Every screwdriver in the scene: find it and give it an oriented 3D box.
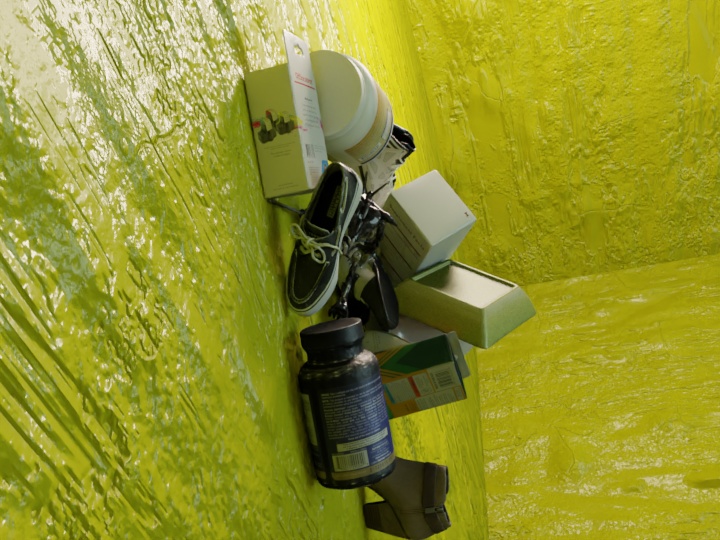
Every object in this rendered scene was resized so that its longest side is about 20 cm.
[{"bbox_3d":[-0.092,-0.087,1.113,0.029,0.028,0.199,54,11,19],"label":"screwdriver"}]

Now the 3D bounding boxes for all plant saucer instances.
[{"bbox_3d":[0.164,0.040,1.264,0.198,0.197,0.049,-22,127,-51],"label":"plant saucer"}]

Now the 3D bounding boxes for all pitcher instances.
[{"bbox_3d":[0.093,0.119,1.338,0.123,0.196,0.173,63,-38,32],"label":"pitcher"}]

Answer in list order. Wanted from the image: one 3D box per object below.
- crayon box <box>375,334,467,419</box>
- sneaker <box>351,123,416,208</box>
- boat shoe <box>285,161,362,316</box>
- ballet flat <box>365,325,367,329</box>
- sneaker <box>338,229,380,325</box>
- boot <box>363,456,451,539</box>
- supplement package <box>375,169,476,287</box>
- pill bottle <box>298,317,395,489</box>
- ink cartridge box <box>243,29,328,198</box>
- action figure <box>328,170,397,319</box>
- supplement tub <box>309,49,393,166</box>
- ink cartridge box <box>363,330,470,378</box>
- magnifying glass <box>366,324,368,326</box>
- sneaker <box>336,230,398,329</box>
[{"bbox_3d":[0.053,0.172,1.181,0.127,0.195,0.052,63,12,-53],"label":"crayon box"},{"bbox_3d":[0.049,-0.167,1.341,0.203,0.113,0.076,65,31,-33],"label":"sneaker"},{"bbox_3d":[-0.053,-0.040,1.008,0.203,0.072,0.068,-65,161,1],"label":"boat shoe"},{"bbox_3d":[0.039,0.114,1.446,0.073,0.071,0.205,-63,144,-69],"label":"ballet flat"},{"bbox_3d":[-0.005,-0.002,1.302,0.086,0.078,0.205,-41,120,-73],"label":"sneaker"},{"bbox_3d":[0.068,0.326,1.244,0.070,0.143,0.206,-17,97,-75],"label":"boot"},{"bbox_3d":[0.091,-0.052,1.352,0.118,0.116,0.201,52,-35,16],"label":"supplement package"},{"bbox_3d":[-0.022,0.172,1.028,0.112,0.109,0.206,-34,115,-76],"label":"pill bottle"},{"bbox_3d":[-0.098,-0.204,1.046,0.115,0.066,0.206,-24,105,-76],"label":"ink cartridge box"},{"bbox_3d":[-0.024,-0.040,1.125,0.117,0.102,0.204,29,68,-19],"label":"action figure"},{"bbox_3d":[-0.033,-0.245,1.195,0.200,0.141,0.148,11,70,-77],"label":"supplement tub"},{"bbox_3d":[0.064,0.139,1.229,0.163,0.195,0.051,62,13,-54],"label":"ink cartridge box"},{"bbox_3d":[0.000,0.000,1.361,0.022,0.078,0.205,-24,95,-72],"label":"magnifying glass"},{"bbox_3d":[-0.002,0.019,1.219,0.074,0.087,0.203,45,19,-53],"label":"sneaker"}]
